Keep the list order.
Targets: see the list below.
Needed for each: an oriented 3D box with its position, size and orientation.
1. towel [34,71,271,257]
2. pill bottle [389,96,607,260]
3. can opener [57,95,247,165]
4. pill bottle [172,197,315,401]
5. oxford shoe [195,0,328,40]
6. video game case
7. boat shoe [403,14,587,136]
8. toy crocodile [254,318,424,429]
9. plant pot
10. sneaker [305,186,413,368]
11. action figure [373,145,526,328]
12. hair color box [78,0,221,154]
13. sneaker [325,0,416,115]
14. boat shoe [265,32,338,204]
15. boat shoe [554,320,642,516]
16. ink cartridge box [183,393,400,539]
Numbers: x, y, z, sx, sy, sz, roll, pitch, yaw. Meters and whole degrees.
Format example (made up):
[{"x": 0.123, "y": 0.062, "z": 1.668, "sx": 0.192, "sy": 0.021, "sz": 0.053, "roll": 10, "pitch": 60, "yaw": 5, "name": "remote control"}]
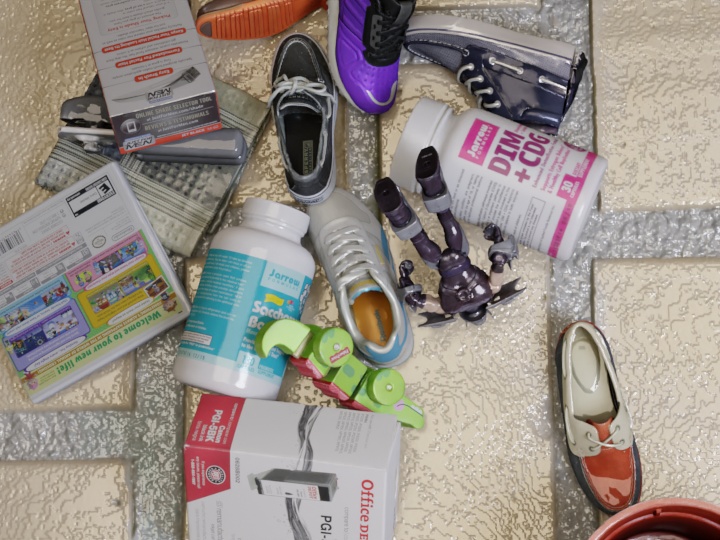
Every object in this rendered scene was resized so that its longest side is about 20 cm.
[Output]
[{"x": -0.216, "y": -0.129, "z": 1.757, "sx": 0.200, "sy": 0.035, "sz": 0.193, "roll": 27, "pitch": 81, "yaw": 11, "name": "towel"}, {"x": 0.138, "y": -0.097, "z": 1.672, "sx": 0.200, "sy": 0.113, "sz": 0.113, "roll": 22, "pitch": 84, "yaw": 8, "name": "pill bottle"}, {"x": -0.217, "y": -0.149, "z": 1.717, "sx": 0.200, "sy": 0.053, "sz": 0.067, "roll": 3, "pitch": 79, "yaw": 5, "name": "can opener"}, {"x": -0.112, "y": 0.031, "z": 1.676, "sx": 0.111, "sy": 0.111, "sz": 0.200, "roll": 15, "pitch": 83, "yaw": 7, "name": "pill bottle"}, {"x": -0.087, "y": -0.300, "z": 1.748, "sx": 0.200, "sy": 0.071, "sz": 0.073, "roll": -20, "pitch": 73, "yaw": -13, "name": "oxford shoe"}, {"x": -0.297, "y": 0.013, "z": 1.724, "sx": 0.200, "sy": 0.022, "sz": 0.182, "roll": -29, "pitch": 83, "yaw": 8, "name": "video game case"}, {"x": 0.129, "y": -0.200, "z": 1.709, "sx": 0.200, "sy": 0.075, "sz": 0.093, "roll": 12, "pitch": 76, "yaw": 7, "name": "boat shoe"}, {"x": -0.017, "y": 0.105, "z": 1.641, "sx": 0.200, "sy": 0.067, "sz": 0.062, "roll": 38, "pitch": 73, "yaw": -27, "name": "toy crocodile"}, {"x": 0.290, "y": 0.316, "z": 1.551, "sx": 0.201, "sy": 0.195, "sz": 0.201, "roll": -1, "pitch": 81, "yaw": 6, "name": "plant pot"}, {"x": 0.000, "y": 0.000, "z": 1.687, "sx": 0.076, "sy": 0.081, "sz": 0.200, "roll": -25, "pitch": 78, "yaw": 3, "name": "sneaker"}, {"x": 0.086, "y": -0.018, "z": 1.621, "sx": 0.130, "sy": 0.069, "sz": 0.200, "roll": -27, "pitch": 124, "yaw": 3, "name": "action figure"}, {"x": -0.221, "y": -0.224, "z": 1.709, "sx": 0.111, "sy": 0.064, "sz": 0.200, "roll": -15, "pitch": 54, "yaw": -6, "name": "hair color box"}, {"x": 0.018, "y": -0.255, "z": 1.682, "sx": 0.070, "sy": 0.099, "sz": 0.200, "roll": -18, "pitch": 108, "yaw": -35, "name": "sneaker"}, {"x": -0.063, "y": -0.170, "z": 1.708, "sx": 0.074, "sy": 0.068, "sz": 0.200, "roll": -3, "pitch": 65, "yaw": 7, "name": "boat shoe"}, {"x": 0.238, "y": 0.148, "z": 1.651, "sx": 0.071, "sy": 0.063, "sz": 0.200, "roll": -11, "pitch": 81, "yaw": 1, "name": "boat shoe"}, {"x": -0.066, "y": 0.210, "z": 1.622, "sx": 0.200, "sy": 0.083, "sz": 0.147, "roll": 5, "pitch": 126, "yaw": 7, "name": "ink cartridge box"}]
